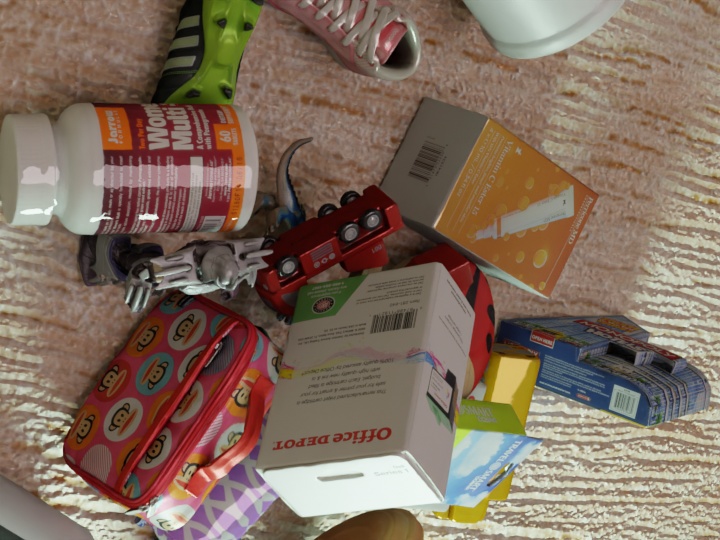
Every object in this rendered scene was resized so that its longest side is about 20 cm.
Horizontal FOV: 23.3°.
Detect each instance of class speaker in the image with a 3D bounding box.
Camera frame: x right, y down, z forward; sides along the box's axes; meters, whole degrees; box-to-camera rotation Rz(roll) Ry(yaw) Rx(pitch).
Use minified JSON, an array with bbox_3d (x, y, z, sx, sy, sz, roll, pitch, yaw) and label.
[{"bbox_3d":[-0.322,0.215,1.503,0.081,0.081,0.200,-55,133,-10],"label":"speaker"}]

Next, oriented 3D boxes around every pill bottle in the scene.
[{"bbox_3d":[-0.194,-0.085,1.450,0.199,0.110,0.110,-1,108,-21],"label":"pill bottle"}]

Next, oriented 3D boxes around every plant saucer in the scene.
[{"bbox_3d":[-0.027,0.301,1.718,0.200,0.200,0.032,-41,105,-22],"label":"plant saucer"}]

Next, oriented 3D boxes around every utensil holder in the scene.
[{"bbox_3d":[0.143,-0.326,1.636,0.170,0.170,0.200,-53,130,-11],"label":"utensil holder"}]

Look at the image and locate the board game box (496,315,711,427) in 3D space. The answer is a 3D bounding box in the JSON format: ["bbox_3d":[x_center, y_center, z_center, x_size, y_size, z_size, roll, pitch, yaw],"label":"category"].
[{"bbox_3d":[0.283,0.101,1.931,0.200,0.200,0.062,-9,114,-54],"label":"board game box"}]

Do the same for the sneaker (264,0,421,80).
[{"bbox_3d":[-0.016,-0.240,1.575,0.200,0.105,0.075,41,81,-41],"label":"sneaker"}]

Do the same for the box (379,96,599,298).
[{"bbox_3d":[0.129,-0.072,1.768,0.200,0.097,0.125,28,87,-43],"label":"box"}]

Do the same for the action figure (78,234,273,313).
[{"bbox_3d":[-0.157,0.001,1.478,0.130,0.200,0.070,2,92,-38],"label":"action figure"}]

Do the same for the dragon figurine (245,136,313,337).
[{"bbox_3d":[-0.061,-0.031,1.646,0.099,0.059,0.201,6,103,-42],"label":"dragon figurine"}]

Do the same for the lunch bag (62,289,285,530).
[{"bbox_3d":[-0.157,0.127,1.544,0.082,0.176,0.200,42,77,-42],"label":"lunch bag"}]

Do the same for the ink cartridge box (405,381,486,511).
[{"bbox_3d":[0.018,0.158,1.769,0.200,0.084,0.146,12,98,-42],"label":"ink cartridge box"}]

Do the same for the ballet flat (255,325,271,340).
[{"bbox_3d":[-0.131,0.148,1.649,0.073,0.073,0.201,24,90,-43],"label":"ballet flat"}]

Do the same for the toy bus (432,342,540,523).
[{"bbox_3d":[0.132,0.177,1.869,0.065,0.078,0.201,7,102,-25],"label":"toy bus"}]

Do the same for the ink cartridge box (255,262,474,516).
[{"bbox_3d":[0.007,0.103,1.500,0.084,0.144,0.200,54,36,-41],"label":"ink cartridge box"}]

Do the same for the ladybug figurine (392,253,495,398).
[{"bbox_3d":[0.082,0.051,1.735,0.136,0.072,0.200,38,39,-22],"label":"ladybug figurine"}]

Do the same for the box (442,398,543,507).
[{"bbox_3d":[0.068,0.175,1.692,0.200,0.048,0.122,11,132,-42],"label":"box"}]

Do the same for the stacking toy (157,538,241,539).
[{"bbox_3d":[-0.114,0.328,1.642,0.110,0.200,0.116,15,95,-43],"label":"stacking toy"}]

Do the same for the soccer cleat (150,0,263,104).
[{"bbox_3d":[-0.138,-0.187,1.518,0.067,0.081,0.200,11,120,-30],"label":"soccer cleat"}]

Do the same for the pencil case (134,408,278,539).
[{"bbox_3d":[-0.106,0.188,1.589,0.200,0.084,0.086,-43,154,-10],"label":"pencil case"}]

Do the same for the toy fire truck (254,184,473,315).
[{"bbox_3d":[0.000,0.000,1.625,0.200,0.049,0.141,-29,127,-15],"label":"toy fire truck"}]
